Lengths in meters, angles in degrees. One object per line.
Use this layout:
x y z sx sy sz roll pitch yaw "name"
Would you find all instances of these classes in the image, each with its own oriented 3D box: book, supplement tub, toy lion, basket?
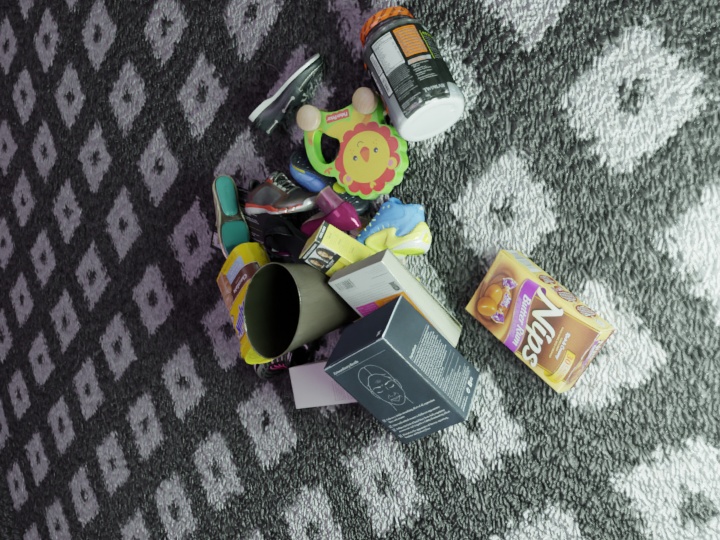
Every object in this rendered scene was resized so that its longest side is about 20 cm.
0.056 0.062 1.177 0.133 0.048 0.200 -22 120 42 "book"
0.080 -0.327 1.163 0.122 0.122 0.201 -38 66 38 "supplement tub"
-0.010 -0.222 1.280 0.199 0.069 0.193 -8 89 31 "toy lion"
-0.090 0.057 1.268 0.136 0.200 0.181 38 120 30 "basket"

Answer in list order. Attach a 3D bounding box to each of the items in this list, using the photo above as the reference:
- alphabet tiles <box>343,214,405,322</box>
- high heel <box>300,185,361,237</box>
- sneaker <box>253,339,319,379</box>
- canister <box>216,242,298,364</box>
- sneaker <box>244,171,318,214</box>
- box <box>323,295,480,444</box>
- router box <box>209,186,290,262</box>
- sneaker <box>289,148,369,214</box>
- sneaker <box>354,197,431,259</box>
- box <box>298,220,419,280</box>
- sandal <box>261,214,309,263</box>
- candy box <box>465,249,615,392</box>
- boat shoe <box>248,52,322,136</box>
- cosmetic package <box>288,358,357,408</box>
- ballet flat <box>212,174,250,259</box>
0.000 0.000 1.334 0.195 0.015 0.201 25 109 40 "alphabet tiles"
-0.057 -0.075 1.326 0.096 0.067 0.200 49 159 9 "high heel"
-0.150 0.178 1.446 0.200 0.074 0.088 -46 56 30 "sneaker"
-0.209 0.063 1.404 0.149 0.086 0.201 -54 50 38 "canister"
-0.158 -0.153 1.371 0.199 0.077 0.082 3 99 39 "sneaker"
0.069 0.166 1.149 0.200 0.107 0.148 45 131 -15 "box"
-0.243 -0.092 1.534 0.200 0.051 0.150 24 107 40 "router box"
-0.058 -0.159 1.358 0.200 0.066 0.079 36 152 26 "sneaker"
0.042 -0.068 1.248 0.199 0.076 0.106 -9 70 37 "sneaker"
-0.001 -0.002 1.211 0.075 0.199 0.050 -42 22 51 "box"
-0.151 -0.057 1.367 0.200 0.048 0.076 28 125 49 "sandal"
0.265 0.071 1.057 0.200 0.056 0.117 43 120 32 "candy box"
-0.139 -0.353 1.416 0.200 0.076 0.060 -37 106 29 "boat shoe"
-0.028 0.201 1.310 0.200 0.107 0.085 -18 81 44 "cosmetic package"
-0.279 -0.103 1.496 0.069 0.069 0.201 -20 74 42 "ballet flat"
